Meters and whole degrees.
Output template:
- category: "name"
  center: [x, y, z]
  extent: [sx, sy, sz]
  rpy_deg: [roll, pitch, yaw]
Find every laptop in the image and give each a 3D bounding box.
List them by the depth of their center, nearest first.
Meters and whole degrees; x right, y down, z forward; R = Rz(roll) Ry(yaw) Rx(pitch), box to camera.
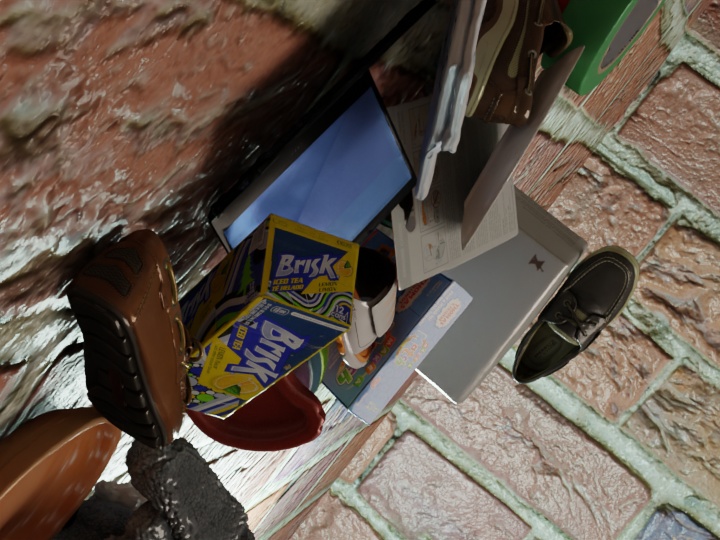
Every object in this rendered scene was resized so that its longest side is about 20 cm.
- category: "laptop"
  center: [-0.009, -0.067, 0.905]
  extent: [0.177, 0.103, 0.200]
  rpy_deg: [-48, -173, -23]

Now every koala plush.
- category: "koala plush"
  center: [-0.197, 0.243, 1.063]
  extent: [0.200, 0.184, 0.177]
  rpy_deg: [-4, -134, 45]

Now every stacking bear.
- category: "stacking bear"
  center: [-0.071, 0.063, 1.130]
  extent: [0.114, 0.121, 0.200]
  rpy_deg: [-23, -166, 23]

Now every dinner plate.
- category: "dinner plate"
  center: [0.130, -0.108, 1.098]
  extent: [0.200, 0.024, 0.200]
  rpy_deg: [-58, 176, -6]

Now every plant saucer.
- category: "plant saucer"
  center: [-0.248, 0.169, 0.905]
  extent: [0.200, 0.037, 0.200]
  rpy_deg: [-48, 171, -11]

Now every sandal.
- category: "sandal"
  center: [0.000, 0.006, 1.093]
  extent: [0.207, 0.059, 0.079]
  rpy_deg: [73, 13, -45]

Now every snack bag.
- category: "snack bag"
  center: [0.071, -0.163, 0.911]
  extent: [0.200, 0.021, 0.189]
  rpy_deg: [102, -1, -65]

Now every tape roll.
- category: "tape roll"
  center: [0.243, -0.254, 1.180]
  extent: [0.200, 0.048, 0.200]
  rpy_deg: [-51, 170, -12]

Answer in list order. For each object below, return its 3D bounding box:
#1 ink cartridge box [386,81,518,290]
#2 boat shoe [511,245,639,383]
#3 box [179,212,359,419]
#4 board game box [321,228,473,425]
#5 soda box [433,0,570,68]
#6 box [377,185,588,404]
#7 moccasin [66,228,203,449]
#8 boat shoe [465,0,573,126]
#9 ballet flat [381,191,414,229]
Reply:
- category: "ink cartridge box"
  center: [0.069, -0.085, 1.160]
  extent: [0.200, 0.047, 0.160]
  rpy_deg: [-24, 113, -49]
- category: "boat shoe"
  center: [0.233, 0.057, 1.416]
  extent: [0.201, 0.072, 0.066]
  rpy_deg: [-54, 178, 38]
- category: "box"
  center: [-0.079, 0.037, 0.888]
  extent: [0.200, 0.070, 0.064]
  rpy_deg: [-37, -140, 52]
- category: "board game box"
  center: [0.004, 0.043, 1.243]
  extent: [0.151, 0.037, 0.200]
  rpy_deg: [-50, -149, -1]
- category: "soda box"
  center: [0.153, -0.237, 1.162]
  extent: [0.200, 0.064, 0.068]
  rpy_deg: [-46, 169, -32]
- category: "box"
  center: [0.107, -0.003, 1.419]
  extent: [0.199, 0.200, 0.171]
  rpy_deg: [-54, 173, 18]
- category: "moccasin"
  center: [-0.140, 0.048, 0.834]
  extent: [0.078, 0.074, 0.201]
  rpy_deg: [-52, 155, -32]
- category: "boat shoe"
  center: [0.134, -0.196, 1.041]
  extent: [0.075, 0.075, 0.202]
  rpy_deg: [111, 1, -64]
- category: "ballet flat"
  center: [0.073, -0.106, 1.261]
  extent: [0.200, 0.068, 0.068]
  rpy_deg: [-46, 179, -28]
